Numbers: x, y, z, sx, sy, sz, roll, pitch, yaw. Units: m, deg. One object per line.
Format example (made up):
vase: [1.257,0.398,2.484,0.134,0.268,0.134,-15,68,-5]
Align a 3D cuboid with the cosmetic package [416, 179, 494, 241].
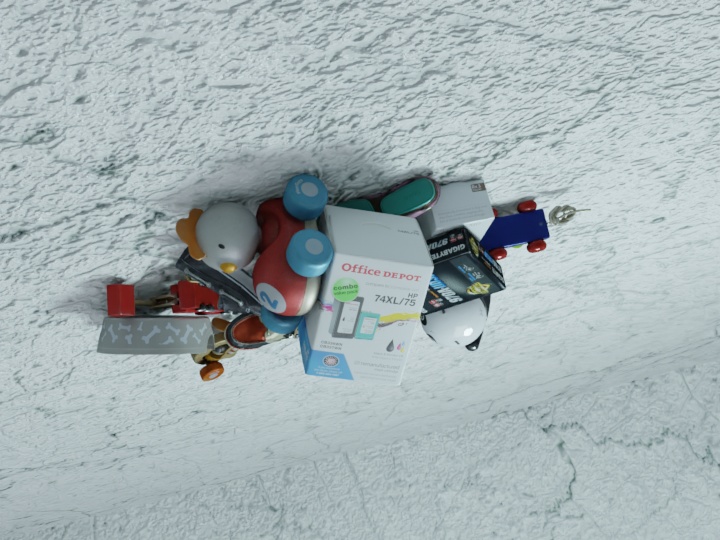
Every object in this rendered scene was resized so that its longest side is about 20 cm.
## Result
cosmetic package: [0.136,-0.066,1.723,0.100,0.075,0.200,-11,162,-12]

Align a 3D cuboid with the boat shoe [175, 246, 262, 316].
boat shoe: [-0.185,0.034,1.600,0.068,0.199,0.072,-51,-163,-1]

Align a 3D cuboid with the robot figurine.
robot figurine: [0.170,0.052,1.927,0.149,0.201,0.126,24,121,-1]

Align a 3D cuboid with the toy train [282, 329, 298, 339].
toy train: [-0.108,0.086,1.845,0.045,0.035,0.200,-3,168,-8]

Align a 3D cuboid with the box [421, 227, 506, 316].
box: [0.130,0.006,1.723,0.157,0.047,0.200,-19,156,18]

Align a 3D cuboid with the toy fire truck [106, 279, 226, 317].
toy fire truck: [-0.302,0.048,1.734,0.139,0.050,0.200,-7,173,18]

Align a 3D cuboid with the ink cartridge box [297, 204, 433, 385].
ink cartridge box: [0.002,0.034,1.543,0.144,0.147,0.202,7,118,-13]

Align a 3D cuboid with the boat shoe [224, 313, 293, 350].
boat shoe: [-0.151,0.097,1.964,0.198,0.072,0.062,-12,178,-28]

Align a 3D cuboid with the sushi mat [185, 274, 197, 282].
sushi mat: [-0.175,0.021,1.689,0.197,0.012,0.096,9,-173,-16]

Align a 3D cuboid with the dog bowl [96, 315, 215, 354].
dog bowl: [-0.336,0.105,1.783,0.197,0.060,0.200,1,179,0]

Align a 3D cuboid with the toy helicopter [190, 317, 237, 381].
toy helicopter: [-0.225,0.124,2.029,0.198,0.080,0.133,-18,156,-26]

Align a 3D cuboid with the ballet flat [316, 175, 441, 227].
ballet flat: [0.030,-0.083,1.609,0.198,0.070,0.071,-22,164,7]

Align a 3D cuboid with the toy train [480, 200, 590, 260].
toy train: [0.282,-0.066,1.831,0.197,0.086,0.116,-12,172,-9]

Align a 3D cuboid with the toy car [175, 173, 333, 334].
toy car: [-0.158,-0.027,1.489,0.197,0.179,0.185,5,146,-17]
